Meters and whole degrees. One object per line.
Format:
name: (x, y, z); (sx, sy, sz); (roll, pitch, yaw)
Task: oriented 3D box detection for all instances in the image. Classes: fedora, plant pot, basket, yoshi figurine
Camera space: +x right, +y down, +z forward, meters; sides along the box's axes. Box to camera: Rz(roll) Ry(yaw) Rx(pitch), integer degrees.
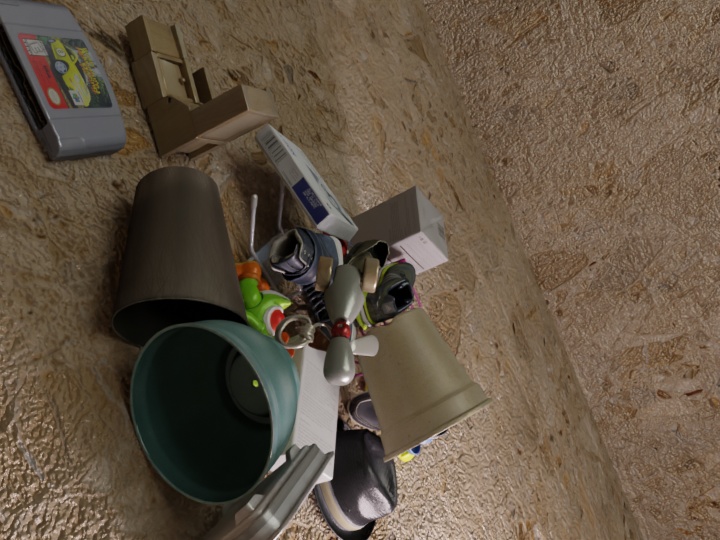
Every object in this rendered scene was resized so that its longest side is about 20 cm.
fedora: (0.002, 0.332, 1.032); (0.200, 0.090, 0.205); (42, 36, -41)
plant pot: (0.082, 0.172, 1.020); (0.199, 0.199, 0.187); (-1, 59, -62)
plant pot: (-0.152, 0.149, 0.757); (0.134, 0.197, 0.205); (-18, 86, -64)
basket: (-0.229, -0.017, 0.818); (0.179, 0.134, 0.204); (24, 46, -46)
yoshi figurine: (-0.163, 0.097, 0.909); (0.110, 0.112, 0.203); (9, 48, -33)

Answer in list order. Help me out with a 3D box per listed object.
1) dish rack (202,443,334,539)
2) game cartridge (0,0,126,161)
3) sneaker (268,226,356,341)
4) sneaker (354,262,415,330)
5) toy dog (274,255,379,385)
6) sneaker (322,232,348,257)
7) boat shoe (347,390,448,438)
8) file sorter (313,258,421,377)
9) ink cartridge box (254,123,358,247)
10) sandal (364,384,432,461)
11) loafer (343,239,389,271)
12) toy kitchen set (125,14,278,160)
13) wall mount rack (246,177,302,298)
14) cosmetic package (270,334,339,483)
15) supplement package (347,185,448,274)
dish rack: (-0.127, 0.279, 0.728); (0.044, 0.200, 0.172); (46, 27, 1)
game cartridge: (-0.378, -0.242, 0.806); (0.204, 0.040, 0.133); (66, 22, -5)
sneaker: (-0.075, 0.031, 0.984); (0.145, 0.075, 0.208); (21, 53, -60)
sneaker: (0.059, 0.038, 1.062); (0.200, 0.079, 0.075); (-45, 117, -56)
toy dog: (-0.029, 0.071, 0.904); (0.097, 0.129, 0.202); (96, 20, -55)
sneaker: (-0.056, -0.012, 1.179); (0.203, 0.075, 0.086); (-95, -178, -48)
boat shoe: (0.072, 0.264, 1.161); (0.195, 0.062, 0.075); (17, 82, -20)
file sorter: (0.026, 0.091, 1.216); (0.128, 0.136, 0.200); (64, 26, -14)
ink cartridge box: (-0.083, -0.143, 1.120); (0.201, 0.040, 0.200); (55, 9, 15)
sandal: (0.079, 0.273, 1.236); (0.202, 0.086, 0.080); (57, 30, -18)
loafer: (0.000, 0.000, 1.125); (0.076, 0.069, 0.201); (52, 35, -19)
toy kitchen set: (-0.221, -0.296, 0.980); (0.162, 0.177, 0.205); (-13, 85, -64)
wall mount rack: (-0.136, -0.054, 1.082); (0.176, 0.073, 0.200); (61, 26, -13)
cosmetic package: (-0.089, 0.210, 0.975); (0.102, 0.070, 0.203); (46, 34, -37)
supplement package: (0.067, -0.060, 1.333); (0.119, 0.197, 0.124); (38, 39, -43)
